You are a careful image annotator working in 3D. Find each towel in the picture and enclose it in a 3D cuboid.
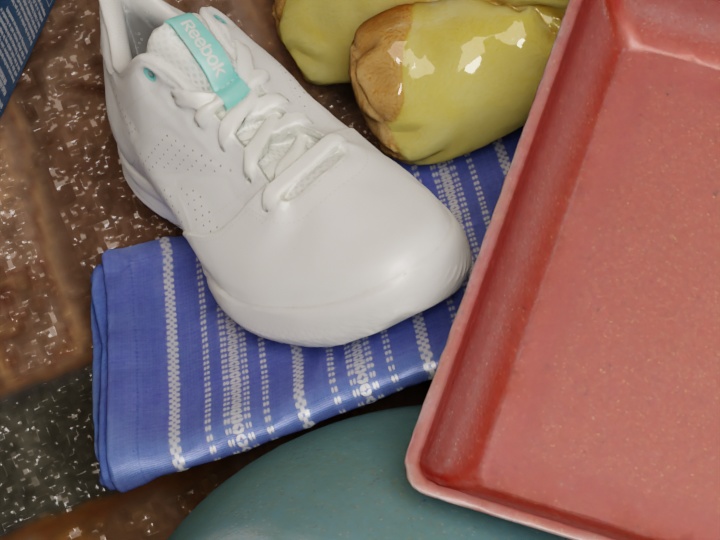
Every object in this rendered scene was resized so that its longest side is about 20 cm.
[{"bbox_3d":[0.000,0.000,0.809,0.199,0.024,0.145,-21,28,6],"label":"towel"}]

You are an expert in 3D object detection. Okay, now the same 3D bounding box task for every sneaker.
[{"bbox_3d":[-0.040,-0.044,0.802,0.075,0.089,0.200,-33,37,-19],"label":"sneaker"}]

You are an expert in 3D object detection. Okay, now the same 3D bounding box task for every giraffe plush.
[{"bbox_3d":[0.037,-0.144,0.804,0.199,0.162,0.173,21,66,46],"label":"giraffe plush"}]

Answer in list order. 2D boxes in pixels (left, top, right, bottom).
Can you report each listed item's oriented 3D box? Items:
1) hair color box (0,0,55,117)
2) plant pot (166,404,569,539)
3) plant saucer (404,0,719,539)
[{"bbox_3d":[-0.182,-0.088,0.890,0.099,0.061,0.201,20,73,11],"label":"hair color box"},{"bbox_3d":[0.000,0.133,0.720,0.199,0.135,0.202,-7,77,31],"label":"plant pot"},{"bbox_3d":[0.135,0.012,0.702,0.198,0.037,0.201,16,61,10],"label":"plant saucer"}]
